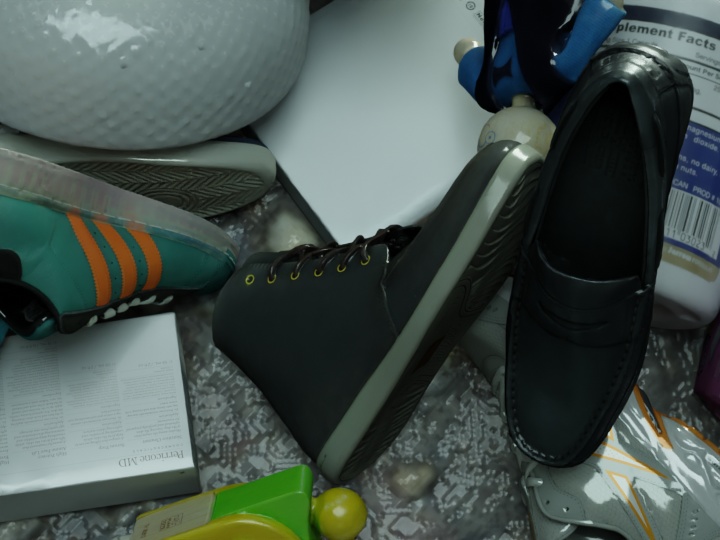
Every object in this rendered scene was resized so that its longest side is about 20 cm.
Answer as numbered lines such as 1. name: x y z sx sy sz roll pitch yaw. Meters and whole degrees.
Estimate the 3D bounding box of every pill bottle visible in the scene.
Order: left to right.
1. pill bottle: 0.148 -0.080 0.844 0.111 0.111 0.200 16 80 5

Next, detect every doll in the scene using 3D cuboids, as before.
1. doll: 0.083 -0.132 0.823 0.048 0.136 0.200 15 67 -28

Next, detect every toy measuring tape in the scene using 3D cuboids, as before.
1. toy measuring tape: -0.087 0.150 0.802 0.200 0.074 0.074 -20 70 9

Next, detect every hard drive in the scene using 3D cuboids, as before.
1. hard drive: 0.039 -0.103 0.911 0.200 0.026 0.132 -33 73 -12

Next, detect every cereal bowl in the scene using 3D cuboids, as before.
1. cereal bowl: -0.123 -0.154 0.852 0.200 0.083 0.200 5 43 -5

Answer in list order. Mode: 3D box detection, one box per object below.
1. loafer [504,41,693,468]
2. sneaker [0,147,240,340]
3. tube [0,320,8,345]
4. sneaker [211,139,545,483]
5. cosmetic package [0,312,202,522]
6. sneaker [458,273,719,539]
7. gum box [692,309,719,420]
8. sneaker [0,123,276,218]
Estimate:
1. loafer: 0.097 -0.001 0.741 0.068 0.070 0.201 18 112 18
2. sneaker: -0.137 -0.004 0.801 0.071 0.200 0.080 12 86 37
3. tube: -0.208 0.052 0.786 0.077 0.050 0.200 21 62 -13
4. sneaker: 0.000 0.000 0.797 0.106 0.200 0.075 41 30 16
5. cosmetic package: -0.182 0.080 0.825 0.200 0.051 0.083 -8 66 -4
6. sneaker: 0.098 0.084 0.819 0.200 0.076 0.092 43 79 15
7. gum box: 0.221 -0.014 0.806 0.066 0.114 0.200 18 89 5
8. sneaker: -0.142 -0.078 0.874 0.200 0.075 0.085 3 65 -3
